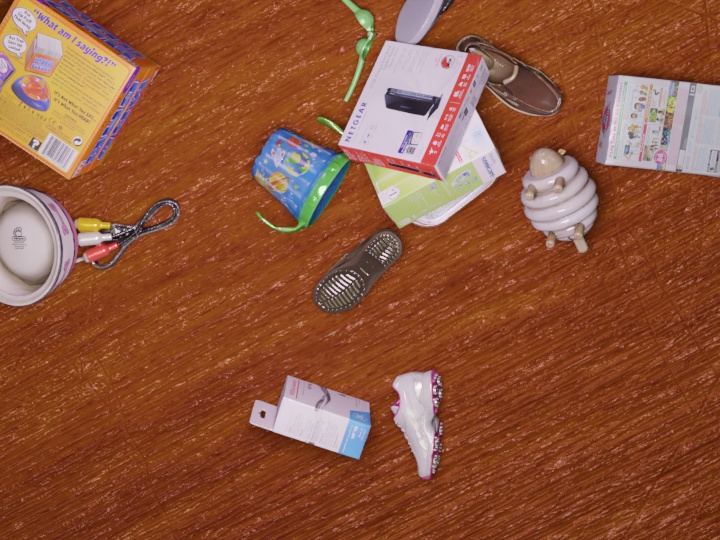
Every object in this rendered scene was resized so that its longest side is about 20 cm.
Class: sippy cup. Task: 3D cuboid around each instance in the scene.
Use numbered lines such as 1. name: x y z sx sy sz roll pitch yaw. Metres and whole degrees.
1. sippy cup: -0.104 -0.161 1.591 0.130 0.178 0.140 32 141 3

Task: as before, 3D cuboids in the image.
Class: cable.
1. cable: -0.398 -0.059 1.644 0.198 0.050 0.098 -13 100 4

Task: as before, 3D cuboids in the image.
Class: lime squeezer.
1. lime squeezer: -0.009 -0.381 1.584 0.070 0.038 0.202 -9 103 2

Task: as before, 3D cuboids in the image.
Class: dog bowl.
1. dog bowl: -0.559 -0.046 1.611 0.198 0.074 0.203 4 102 19

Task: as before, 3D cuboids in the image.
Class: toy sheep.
1. toy sheep: 0.330 -0.113 1.601 0.137 0.138 0.201 -22 113 4

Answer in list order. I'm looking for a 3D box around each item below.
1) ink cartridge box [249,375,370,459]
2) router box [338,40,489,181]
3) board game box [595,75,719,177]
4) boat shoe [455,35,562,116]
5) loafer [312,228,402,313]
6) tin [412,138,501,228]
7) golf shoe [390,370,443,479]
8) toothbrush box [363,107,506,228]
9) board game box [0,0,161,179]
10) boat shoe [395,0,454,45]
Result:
1. ink cartridge box: -0.085 0.247 1.683 0.198 0.116 0.067 19 102 -5
2. router box: 0.084 -0.254 1.524 0.178 0.049 0.202 15 74 29
3. board game box: 0.505 -0.240 1.608 0.197 0.064 0.149 6 102 -3
4. boat shoe: 0.243 -0.311 1.582 0.201 0.075 0.075 27 101 -6
5. loafer: 0.000 0.000 1.657 0.199 0.067 0.076 -38 97 23
6. tin: 0.149 -0.154 1.638 0.199 0.042 0.112 -38 104 7
7. golf shoe: 0.100 0.272 1.722 0.090 0.075 0.203 2 101 15
8. toothbrush box: 0.111 -0.186 1.561 0.198 0.086 0.147 -26 61 10
9. board game box: -0.463 -0.292 1.516 0.199 0.200 0.201 34 100 -7
10. boat shoe: 0.127 -0.446 1.559 0.056 0.069 0.201 15 111 -43
